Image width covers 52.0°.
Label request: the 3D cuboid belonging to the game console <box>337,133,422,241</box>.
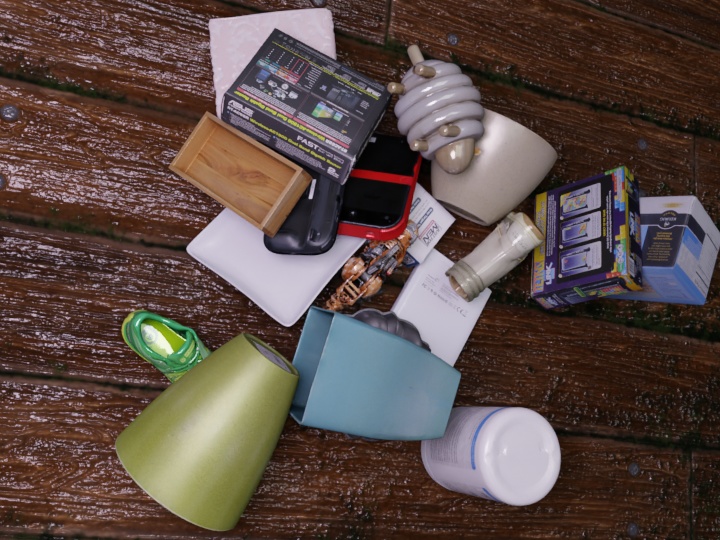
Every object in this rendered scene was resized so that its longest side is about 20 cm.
[{"bbox_3d":[-0.018,-0.132,1.085,0.199,0.031,0.178,9,60,9],"label":"game console"}]

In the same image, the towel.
[{"bbox_3d":[-0.128,-0.293,1.117,0.190,0.032,0.201,-6,82,-1],"label":"towel"}]

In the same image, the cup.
[{"bbox_3d":[0.190,-0.156,1.174,0.200,0.200,0.144,26,91,-15],"label":"cup"}]

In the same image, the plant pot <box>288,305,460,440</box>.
[{"bbox_3d":[0.019,0.147,0.978,0.199,0.141,0.142,19,85,-17],"label":"plant pot"}]

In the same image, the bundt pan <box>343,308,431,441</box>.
[{"bbox_3d":[0.023,0.156,1.083,0.201,0.076,0.203,0,88,-12],"label":"bundt pan"}]

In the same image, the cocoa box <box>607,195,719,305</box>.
[{"bbox_3d":[0.463,-0.033,1.219,0.133,0.199,0.132,36,69,-37],"label":"cocoa box"}]

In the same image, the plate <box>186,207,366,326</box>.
[{"bbox_3d":[-0.115,-0.040,1.077,0.199,0.032,0.200,34,69,16],"label":"plate"}]

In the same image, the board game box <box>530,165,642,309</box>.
[{"bbox_3d":[0.362,-0.050,1.187,0.057,0.165,0.201,32,56,-36],"label":"board game box"}]

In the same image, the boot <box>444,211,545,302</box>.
[{"bbox_3d":[0.206,-0.020,1.171,0.155,0.200,0.072,-41,88,4],"label":"boot"}]

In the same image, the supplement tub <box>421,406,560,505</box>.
[{"bbox_3d":[0.185,0.266,1.079,0.131,0.200,0.133,3,80,-20],"label":"supplement tub"}]

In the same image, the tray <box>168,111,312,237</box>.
[{"bbox_3d":[-0.170,-0.136,1.027,0.200,0.037,0.099,33,88,28],"label":"tray"}]

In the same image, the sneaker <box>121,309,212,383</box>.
[{"bbox_3d":[-0.237,0.125,1.006,0.200,0.084,0.074,35,70,-13],"label":"sneaker"}]

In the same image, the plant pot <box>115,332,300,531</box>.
[{"bbox_3d":[-0.172,0.185,0.935,0.187,0.187,0.200,37,89,-11],"label":"plant pot"}]

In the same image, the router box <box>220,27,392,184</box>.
[{"bbox_3d":[-0.073,-0.231,1.034,0.199,0.062,0.150,28,57,0],"label":"router box"}]

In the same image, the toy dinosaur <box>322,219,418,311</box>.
[{"bbox_3d":[0.000,0.000,1.085,0.199,0.136,0.103,-25,93,-15],"label":"toy dinosaur"}]

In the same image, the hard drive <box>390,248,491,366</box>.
[{"bbox_3d":[0.113,0.081,1.177,0.132,0.027,0.201,35,70,-12],"label":"hard drive"}]

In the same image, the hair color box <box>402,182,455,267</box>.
[{"bbox_3d":[0.041,-0.108,1.162,0.200,0.060,0.100,42,73,-9],"label":"hair color box"}]

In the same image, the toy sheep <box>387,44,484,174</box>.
[{"bbox_3d":[0.109,-0.231,1.049,0.137,0.138,0.201,-15,85,-22],"label":"toy sheep"}]

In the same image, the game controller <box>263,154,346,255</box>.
[{"bbox_3d":[-0.074,-0.109,1.042,0.104,0.042,0.201,-3,57,20],"label":"game controller"}]
